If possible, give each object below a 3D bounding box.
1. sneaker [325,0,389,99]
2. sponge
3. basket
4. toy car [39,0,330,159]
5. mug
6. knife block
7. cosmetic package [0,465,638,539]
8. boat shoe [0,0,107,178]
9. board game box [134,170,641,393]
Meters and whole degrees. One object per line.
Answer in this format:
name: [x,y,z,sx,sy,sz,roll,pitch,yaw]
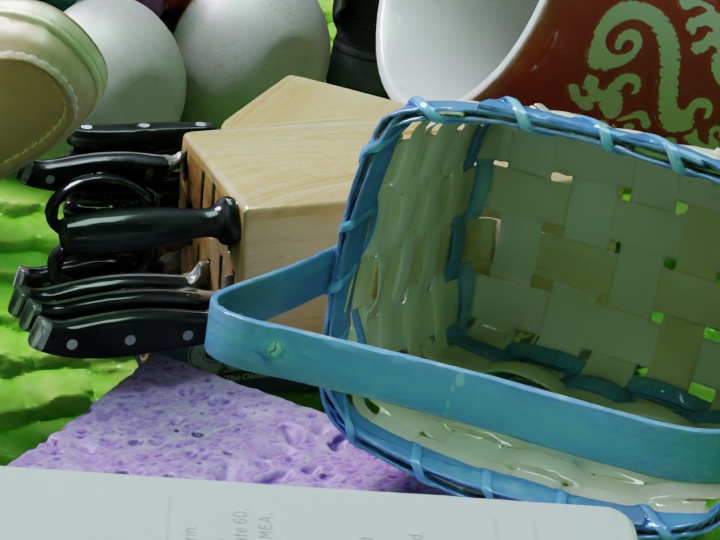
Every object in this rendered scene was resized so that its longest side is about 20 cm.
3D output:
sneaker: [0.021,-0.142,1.382,0.060,0.104,0.200,10,19,8]
sponge: [-0.017,0.089,1.012,0.200,0.030,0.112,18,29,24]
basket: [0.065,0.019,0.973,0.176,0.139,0.200,16,14,21]
toy car: [-0.116,-0.138,1.314,0.200,0.150,0.175,-17,35,-38]
mug: [0.116,-0.101,1.259,0.200,0.134,0.177,20,7,-29]
knife block: [-0.023,-0.006,1.086,0.200,0.064,0.176,15,29,19]
cosmetic package: [-0.034,0.159,0.713,0.200,0.165,0.165,5,26,-4]
boat shoe: [-0.178,-0.037,1.054,0.200,0.072,0.065,-17,35,27]
board game box: [0.000,0.000,1.188,0.200,0.035,0.136,-3,28,-17]
